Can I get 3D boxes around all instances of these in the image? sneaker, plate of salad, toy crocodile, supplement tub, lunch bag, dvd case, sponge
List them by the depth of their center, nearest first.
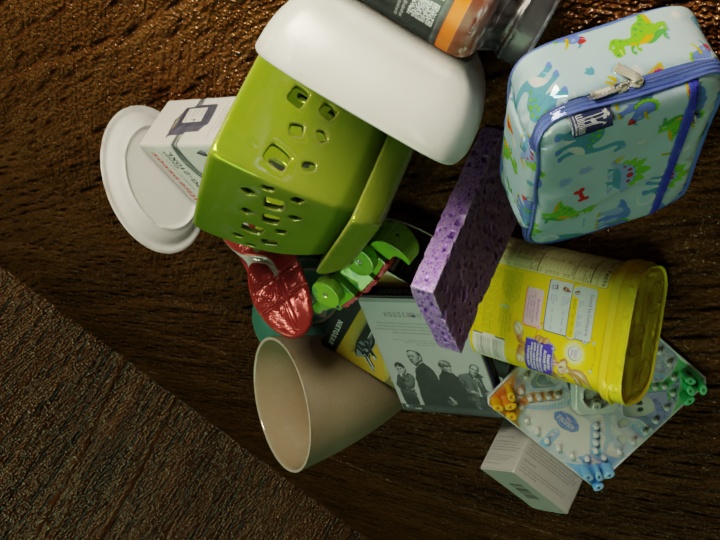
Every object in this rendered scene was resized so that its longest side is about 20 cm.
[{"bbox_3d":[0.054,-0.234,0.691,0.198,0.108,0.107,31,158,-1],"label":"supplement tub"},{"bbox_3d":[0.196,-0.107,0.726,0.157,0.084,0.201,-16,153,-3],"label":"lunch bag"},{"bbox_3d":[0.112,-0.032,0.917,0.029,0.202,0.112,11,150,30],"label":"sponge"},{"bbox_3d":[0.000,0.000,1.079,0.062,0.068,0.200,43,137,-4],"label":"toy crocodile"},{"bbox_3d":[0.092,0.103,1.148,0.148,0.025,0.202,1,129,31],"label":"dvd case"},{"bbox_3d":[-0.103,0.006,1.173,0.202,0.077,0.116,62,-174,22],"label":"sneaker"},{"bbox_3d":[-0.282,-0.121,1.241,0.047,0.203,0.200,-13,136,31],"label":"plate of salad"}]

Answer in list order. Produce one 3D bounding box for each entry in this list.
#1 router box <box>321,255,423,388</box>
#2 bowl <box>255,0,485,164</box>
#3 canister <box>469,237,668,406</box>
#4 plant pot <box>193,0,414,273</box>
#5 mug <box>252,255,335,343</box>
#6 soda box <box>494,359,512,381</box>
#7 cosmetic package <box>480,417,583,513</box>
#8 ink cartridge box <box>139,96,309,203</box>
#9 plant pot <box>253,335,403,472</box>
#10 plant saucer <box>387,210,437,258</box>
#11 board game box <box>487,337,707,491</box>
[{"bbox_3d":[0.047,0.065,1.198,0.155,0.053,0.201,30,138,5],"label":"router box"},{"bbox_3d":[0.025,-0.184,0.785,0.197,0.075,0.200,31,-158,0],"label":"bowl"},{"bbox_3d":[0.224,0.047,1.017,0.198,0.152,0.086,15,-166,40],"label":"canister"},{"bbox_3d":[-0.048,-0.120,0.954,0.179,0.202,0.200,26,158,-7],"label":"plant pot"},{"bbox_3d":[-0.074,0.048,1.420,0.153,0.183,0.115,56,158,8],"label":"mug"},{"bbox_3d":[0.187,0.077,1.218,0.062,0.071,0.201,26,157,14],"label":"soda box"},{"bbox_3d":[0.258,0.204,1.218,0.107,0.202,0.085,38,159,-15],"label":"cosmetic package"},{"bbox_3d":[-0.169,-0.146,1.190,0.198,0.085,0.145,8,149,44],"label":"ink cartridge box"},{"bbox_3d":[-0.029,0.173,1.328,0.197,0.192,0.186,-9,177,-29],"label":"plant pot"},{"bbox_3d":[0.079,-0.018,1.212,0.197,0.032,0.201,27,158,11],"label":"plant saucer"},{"bbox_3d":[0.289,0.151,1.113,0.199,0.200,0.026,37,-162,-16],"label":"board game box"}]
